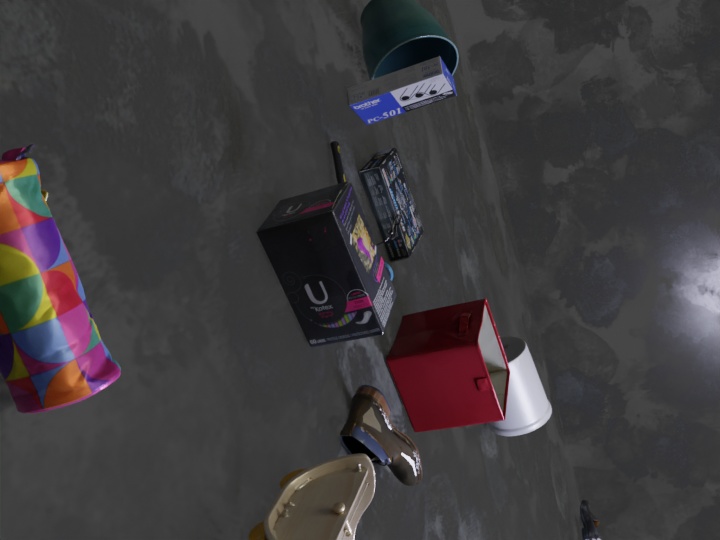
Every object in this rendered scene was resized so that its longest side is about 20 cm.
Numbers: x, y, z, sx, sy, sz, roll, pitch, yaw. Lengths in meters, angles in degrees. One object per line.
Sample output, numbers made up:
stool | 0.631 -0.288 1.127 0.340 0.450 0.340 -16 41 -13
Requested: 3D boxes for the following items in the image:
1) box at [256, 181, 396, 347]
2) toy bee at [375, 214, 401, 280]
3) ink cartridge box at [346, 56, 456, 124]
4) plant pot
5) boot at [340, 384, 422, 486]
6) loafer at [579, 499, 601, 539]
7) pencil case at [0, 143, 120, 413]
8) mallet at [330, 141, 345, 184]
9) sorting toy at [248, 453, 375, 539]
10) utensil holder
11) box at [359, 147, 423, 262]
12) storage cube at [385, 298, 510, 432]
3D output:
box | -0.043 -0.007 1.043 0.106 0.122 0.200 -65 136 -57
toy bee | 0.000 0.000 1.211 0.131 0.109 0.200 19 84 -75
ink cartridge box | 0.083 -0.358 1.467 0.094 0.200 0.044 31 49 -62
plant pot | 0.088 -0.504 1.610 0.200 0.200 0.188 36 30 -59
boot | 0.028 0.286 1.142 0.200 0.075 0.097 60 37 -20
loafer | 0.944 1.032 2.988 0.200 0.072 0.073 -82 149 -45
pencil case | -0.254 0.008 0.558 0.088 0.088 0.200 -41 117 -67
mallet | -0.033 -0.138 1.276 0.066 0.041 0.200 21 54 -69
sorting toy | -0.046 0.351 0.871 0.200 0.107 0.180 -50 131 -65
utensil holder | 0.379 0.295 1.875 0.200 0.170 0.170 67 23 -18
box | 0.069 -0.139 1.513 0.159 0.046 0.200 -57 130 -62
storage cube | 0.173 0.184 1.399 0.171 0.180 0.200 -62 135 -60
